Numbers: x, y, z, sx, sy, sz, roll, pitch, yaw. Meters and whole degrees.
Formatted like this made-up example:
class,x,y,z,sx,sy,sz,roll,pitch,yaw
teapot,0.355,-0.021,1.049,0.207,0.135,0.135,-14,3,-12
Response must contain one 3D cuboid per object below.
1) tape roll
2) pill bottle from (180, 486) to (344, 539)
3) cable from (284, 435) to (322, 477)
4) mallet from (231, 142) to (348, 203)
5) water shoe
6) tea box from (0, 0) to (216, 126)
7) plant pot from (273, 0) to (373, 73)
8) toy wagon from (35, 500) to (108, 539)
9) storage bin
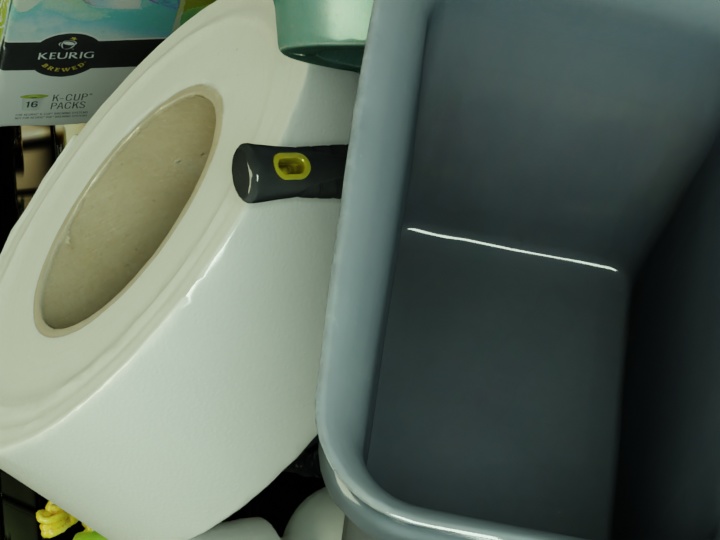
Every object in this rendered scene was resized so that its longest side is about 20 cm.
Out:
class,x,y,z,sx,sy,sz,roll,pitch,yaw
tape roll,-0.058,-0.003,1.062,0.202,0.071,0.203,-42,26,27
pill bottle,0.035,0.126,1.064,0.110,0.199,0.110,176,90,-72
cable,0.000,0.000,1.096,0.199,0.051,0.164,-14,56,42
mallet,0.046,-0.043,1.002,0.041,0.199,0.066,-30,60,54
water shoe,0.073,0.088,0.925,0.079,0.071,0.201,106,157,-55
tea box,-0.069,-0.173,1.323,0.197,0.199,0.134,110,150,-55
plant pot,0.037,-0.129,0.958,0.200,0.199,0.135,-177,93,-73
toy wagon,-0.076,0.177,1.124,0.155,0.039,0.201,-45,-59,-81
storage bin,0.057,0.022,0.836,0.135,0.145,0.201,106,173,-57
